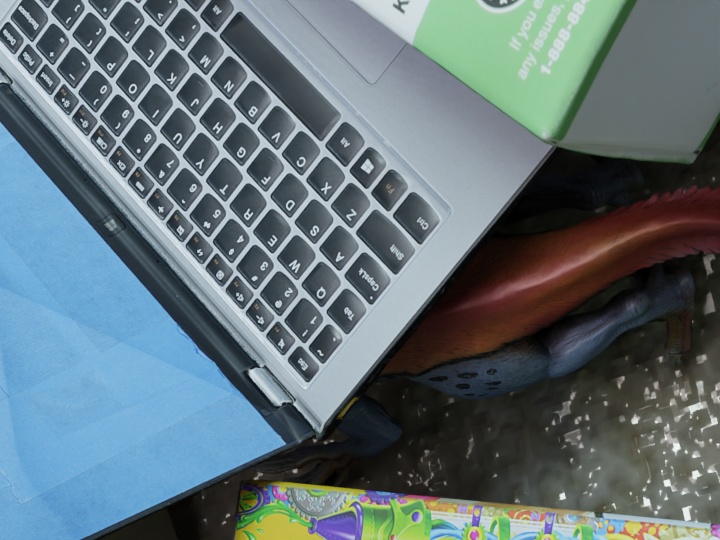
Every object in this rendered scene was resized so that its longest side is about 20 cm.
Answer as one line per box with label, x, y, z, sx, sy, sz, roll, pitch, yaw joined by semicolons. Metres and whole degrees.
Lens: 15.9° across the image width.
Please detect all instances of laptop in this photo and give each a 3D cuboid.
laptop;-0.077;-0.040;0.708;0.187;0.116;0.200;47;106;27

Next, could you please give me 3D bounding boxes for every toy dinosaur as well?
toy dinosaur;0.000;0.000;0.757;0.181;0.200;0.105;-14;80;-16

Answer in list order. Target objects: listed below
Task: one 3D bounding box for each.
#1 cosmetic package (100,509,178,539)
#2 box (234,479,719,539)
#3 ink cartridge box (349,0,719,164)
cosmetic package;-0.138;0.044;0.839;0.105;0.071;0.200;-17;98;30
box;0.063;0.169;0.702;0.192;0.122;0.200;3;82;33
ink cartridge box;0.028;-0.141;0.648;0.200;0.084;0.146;38;111;29
